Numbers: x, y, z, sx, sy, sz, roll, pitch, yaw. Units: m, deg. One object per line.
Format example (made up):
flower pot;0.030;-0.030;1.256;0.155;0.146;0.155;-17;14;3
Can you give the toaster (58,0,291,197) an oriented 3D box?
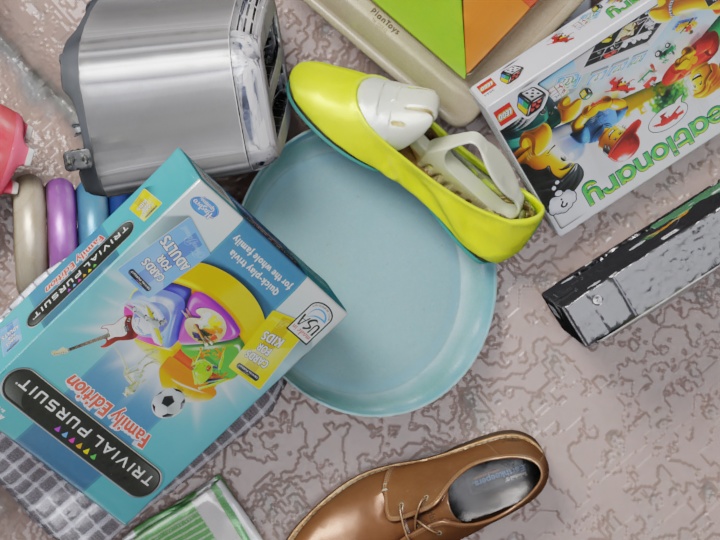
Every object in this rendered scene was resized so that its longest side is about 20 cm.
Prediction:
toaster;-0.117;-0.119;1.625;0.129;0.200;0.114;-7;110;6

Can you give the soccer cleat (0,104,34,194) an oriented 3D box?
soccer cleat;-0.284;-0.030;1.671;0.076;0.067;0.200;21;116;-19

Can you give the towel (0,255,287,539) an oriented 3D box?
towel;-0.168;0.079;1.652;0.200;0.086;0.166;-39;129;2

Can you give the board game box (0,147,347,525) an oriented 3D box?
board game box;-0.130;0.045;1.569;0.200;0.047;0.151;-44;126;5

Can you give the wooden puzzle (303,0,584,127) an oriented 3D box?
wooden puzzle;0.065;-0.219;1.645;0.185;0.037;0.200;39;104;-12

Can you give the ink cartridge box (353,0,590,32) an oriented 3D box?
ink cartridge box;0.079;-0.256;1.674;0.160;0.050;0.200;3;112;-1

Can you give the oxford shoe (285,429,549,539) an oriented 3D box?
oxford shoe;0.035;0.165;1.709;0.200;0.071;0.071;-27;94;-1

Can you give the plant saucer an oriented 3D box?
plant saucer;0.000;0.000;1.686;0.200;0.027;0.201;5;79;-27

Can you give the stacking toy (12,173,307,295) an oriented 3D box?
stacking toy;-0.134;-0.026;1.699;0.199;0.085;0.086;-2;93;-9

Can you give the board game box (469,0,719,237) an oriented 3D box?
board game box;0.186;-0.126;1.687;0.200;0.035;0.126;-34;127;1

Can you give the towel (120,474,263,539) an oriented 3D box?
towel;-0.140;0.255;1.734;0.200;0.023;0.153;-34;94;0

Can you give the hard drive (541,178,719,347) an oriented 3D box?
hard drive;0.219;-0.019;1.671;0.200;0.140;0.038;-33;94;0

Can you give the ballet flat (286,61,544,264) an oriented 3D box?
ballet flat;0.043;-0.083;1.667;0.200;0.067;0.067;40;133;-17
